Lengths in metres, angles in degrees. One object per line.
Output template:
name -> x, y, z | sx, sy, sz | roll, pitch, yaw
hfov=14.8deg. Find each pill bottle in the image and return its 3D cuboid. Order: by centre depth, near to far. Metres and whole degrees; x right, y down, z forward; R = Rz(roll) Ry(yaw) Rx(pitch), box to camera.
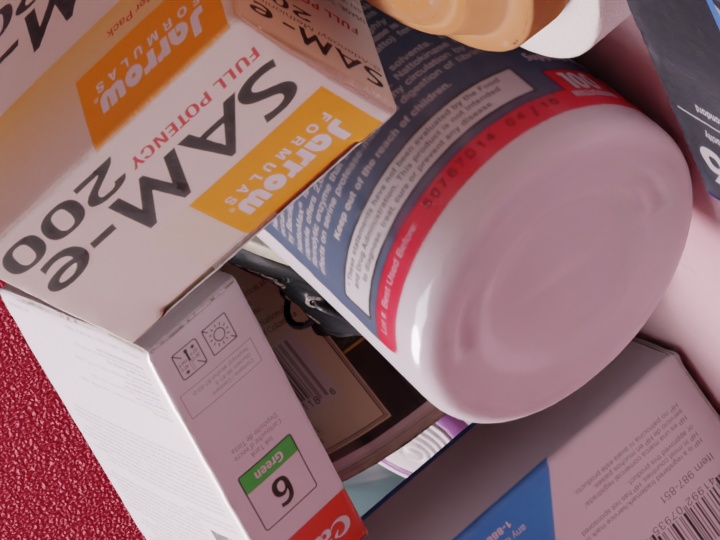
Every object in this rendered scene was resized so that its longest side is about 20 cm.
pill bottle -> 0.009, -0.050, 0.964 | 0.200, 0.119, 0.120 | 43, 167, 36

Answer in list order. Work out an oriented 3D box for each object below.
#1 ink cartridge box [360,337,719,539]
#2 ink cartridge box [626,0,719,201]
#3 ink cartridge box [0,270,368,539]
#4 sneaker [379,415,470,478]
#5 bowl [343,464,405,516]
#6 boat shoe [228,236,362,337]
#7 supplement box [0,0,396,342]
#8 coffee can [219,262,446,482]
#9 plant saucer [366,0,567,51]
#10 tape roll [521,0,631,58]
ink cartridge box -> 0.111, 0.146, 1.142 | 0.200, 0.145, 0.084 | 54, 169, -19
ink cartridge box -> 0.116, -0.051, 0.730 | 0.099, 0.039, 0.200 | 37, 164, 48
ink cartridge box -> -0.056, 0.080, 1.107 | 0.109, 0.050, 0.200 | 19, 144, 50
sneaker -> -0.013, 0.020, 1.301 | 0.200, 0.100, 0.075 | 34, 134, 3
bowl -> 0.008, 0.100, 1.374 | 0.201, 0.200, 0.105 | 35, 143, 54
boat shoe -> 0.001, -0.002, 1.056 | 0.075, 0.198, 0.066 | -84, 8, -48
supplement box -> -0.076, -0.095, 0.919 | 0.073, 0.126, 0.200 | 29, -150, -39
coffee can -> -0.038, -0.029, 1.154 | 0.200, 0.146, 0.146 | 52, 169, -13
plant saucer -> -0.017, -0.141, 0.792 | 0.200, 0.032, 0.200 | 48, 170, 11
tape roll -> 0.015, -0.151, 0.811 | 0.203, 0.037, 0.203 | 48, 170, 11
